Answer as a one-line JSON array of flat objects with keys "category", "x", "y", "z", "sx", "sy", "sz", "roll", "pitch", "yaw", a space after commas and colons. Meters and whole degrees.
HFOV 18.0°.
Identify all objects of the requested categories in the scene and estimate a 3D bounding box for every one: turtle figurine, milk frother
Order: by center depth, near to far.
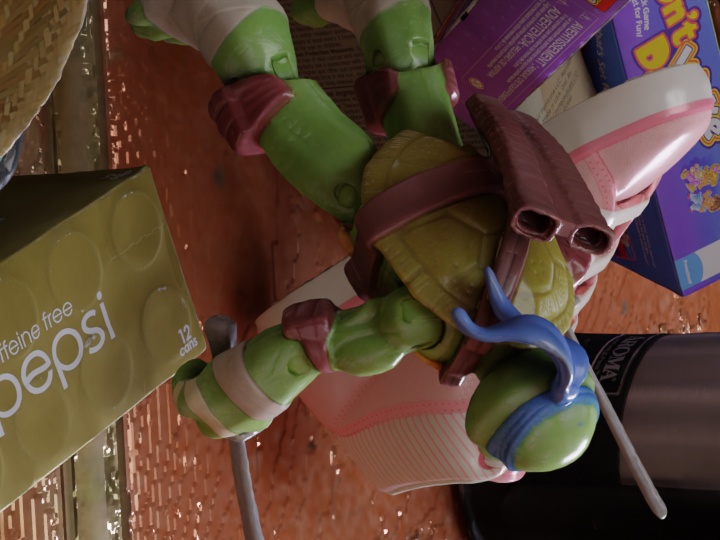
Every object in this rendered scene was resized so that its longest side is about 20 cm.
[{"category": "turtle figurine", "x": 0.000, "y": 0.000, "z": 0.723, "sx": 0.200, "sy": 0.144, "sz": 0.194, "roll": 75, "pitch": -9, "yaw": -69}, {"category": "milk frother", "x": 0.155, "y": 0.132, "z": 0.990, "sx": 0.200, "sy": 0.188, "sz": 0.181, "roll": 59, "pitch": 44, "yaw": -37}]

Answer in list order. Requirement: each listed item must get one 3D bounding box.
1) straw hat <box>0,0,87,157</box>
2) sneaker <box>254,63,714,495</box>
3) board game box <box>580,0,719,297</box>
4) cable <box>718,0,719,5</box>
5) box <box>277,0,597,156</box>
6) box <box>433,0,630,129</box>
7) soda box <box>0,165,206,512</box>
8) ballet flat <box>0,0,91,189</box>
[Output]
[{"category": "straw hat", "x": -0.159, "y": -0.101, "z": 0.532, "sx": 0.085, "sy": 0.200, "sz": 0.202, "roll": -114, "pitch": -171, "yaw": -72}, {"category": "sneaker", "x": 0.062, "y": 0.012, "z": 0.825, "sx": 0.105, "sy": 0.200, "sz": 0.075, "roll": 60, "pitch": 26, "yaw": 7}, {"category": "board game box", "x": 0.096, "y": -0.101, "z": 0.959, "sx": 0.045, "sy": 0.134, "sz": 0.201, "roll": -25, "pitch": 115, "yaw": -17}, {"category": "cable", "x": 0.181, "y": -0.121, "z": 1.166, "sx": 0.200, "sy": 0.051, "sz": 0.164, "roll": 37, "pitch": 58, "yaw": -49}, {"category": "box", "x": 0.013, "y": -0.114, "z": 0.872, "sx": 0.078, "sy": 0.095, "sz": 0.200, "roll": -58, "pitch": 135, "yaw": -42}, {"category": "box", "x": 0.099, "y": -0.152, "z": 0.782, "sx": 0.039, "sy": 0.137, "sz": 0.200, "roll": 35, "pitch": 69, "yaw": -6}, {"category": "soda box", "x": -0.132, "y": 0.037, "z": 0.668, "sx": 0.200, "sy": 0.064, "sz": 0.068, "roll": -40, "pitch": 121, "yaw": -51}, {"category": "ballet flat", "x": -0.113, "y": -0.094, "z": 0.703, "sx": 0.073, "sy": 0.073, "sz": 0.200, "roll": 53, "pitch": 47, "yaw": -41}]
